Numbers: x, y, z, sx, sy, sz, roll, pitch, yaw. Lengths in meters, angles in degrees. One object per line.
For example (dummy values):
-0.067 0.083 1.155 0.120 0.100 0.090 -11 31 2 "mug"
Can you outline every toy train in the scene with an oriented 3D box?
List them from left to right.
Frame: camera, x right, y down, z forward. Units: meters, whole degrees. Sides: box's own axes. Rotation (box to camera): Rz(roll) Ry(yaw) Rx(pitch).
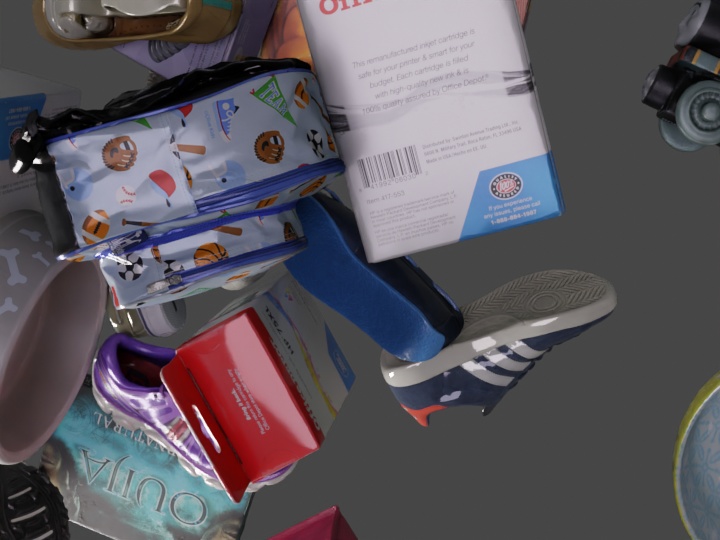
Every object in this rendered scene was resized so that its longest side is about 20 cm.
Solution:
0.312 -0.122 0.726 0.198 0.085 0.115 26 94 5 "toy train"

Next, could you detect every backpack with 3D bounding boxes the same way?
-0.104 -0.064 0.657 0.189 0.200 0.156 -24 100 4 "backpack"

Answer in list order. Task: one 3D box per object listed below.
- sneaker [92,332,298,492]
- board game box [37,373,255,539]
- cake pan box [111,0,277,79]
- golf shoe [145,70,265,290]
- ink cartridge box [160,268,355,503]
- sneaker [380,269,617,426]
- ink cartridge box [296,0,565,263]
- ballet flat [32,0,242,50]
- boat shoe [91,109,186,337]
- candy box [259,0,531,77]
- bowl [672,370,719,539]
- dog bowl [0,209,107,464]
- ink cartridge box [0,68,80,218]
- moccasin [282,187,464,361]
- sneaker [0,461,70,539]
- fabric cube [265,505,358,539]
-0.142 0.119 0.837 0.198 0.081 0.084 25 142 3 "sneaker"
-0.195 0.190 0.903 0.198 0.028 0.137 21 105 5 "board game box"
-0.139 -0.256 0.754 0.183 0.052 0.202 28 107 19 "cake pan box"
-0.133 -0.075 0.811 0.077 0.097 0.202 -14 75 -27 "golf shoe"
-0.073 0.082 0.769 0.067 0.200 0.117 -27 98 14 "ink cartridge box"
0.119 0.068 0.809 0.198 0.075 0.085 -20 118 9 "sneaker"
0.052 -0.124 0.705 0.145 0.086 0.203 -13 100 12 "ink cartridge box"
-0.181 -0.199 0.719 0.198 0.063 0.070 3 98 27 "ballet flat"
-0.209 -0.033 0.834 0.061 0.072 0.202 -13 102 13 "boat shoe"
0.025 -0.180 0.769 0.197 0.056 0.118 13 104 5 "candy box"
0.337 0.140 0.762 0.197 0.108 0.203 2 102 9 "bowl"
-0.261 0.057 0.763 0.058 0.200 0.202 19 105 6 "dog bowl"
-0.306 -0.053 0.797 0.085 0.147 0.202 17 105 5 "ink cartridge box"
0.000 0.000 0.802 0.200 0.068 0.081 47 127 21 "moccasin"
-0.333 0.209 0.894 0.200 0.074 0.080 43 122 25 "sneaker"
-0.056 0.361 0.820 0.198 0.196 0.201 -28 103 11 "fabric cube"
